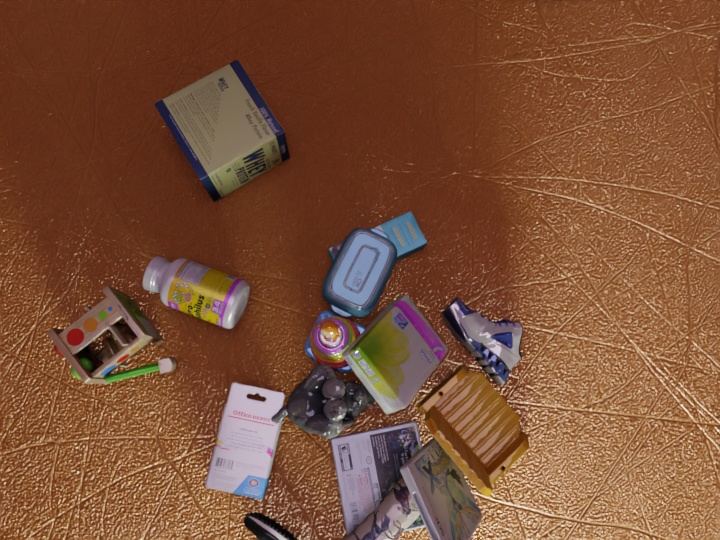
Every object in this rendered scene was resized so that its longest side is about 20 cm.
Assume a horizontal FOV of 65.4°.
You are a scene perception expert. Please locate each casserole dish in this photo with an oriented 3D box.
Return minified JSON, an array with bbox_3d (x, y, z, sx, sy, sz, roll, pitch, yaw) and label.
[{"bbox_3d":[0.000,0.000,1.158,0.121,0.039,0.201,26,79,2],"label":"casserole dish"}]

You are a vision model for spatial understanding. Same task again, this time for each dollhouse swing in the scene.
[{"bbox_3d":[0.229,0.300,1.081,0.181,0.176,0.200,-39,81,-11],"label":"dollhouse swing"}]

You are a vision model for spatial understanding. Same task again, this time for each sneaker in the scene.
[{"bbox_3d":[0.270,0.128,1.178,0.115,0.081,0.200,-38,89,-13],"label":"sneaker"},{"bbox_3d":[-0.153,0.547,1.065,0.200,0.070,0.090,34,75,3],"label":"sneaker"}]

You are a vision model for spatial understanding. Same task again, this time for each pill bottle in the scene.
[{"bbox_3d":[-0.336,0.039,1.150,0.199,0.104,0.105,20,77,2],"label":"pill bottle"}]

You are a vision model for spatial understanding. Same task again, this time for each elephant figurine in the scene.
[{"bbox_3d":[-0.043,0.262,1.114,0.155,0.200,0.142,25,93,26],"label":"elephant figurine"}]

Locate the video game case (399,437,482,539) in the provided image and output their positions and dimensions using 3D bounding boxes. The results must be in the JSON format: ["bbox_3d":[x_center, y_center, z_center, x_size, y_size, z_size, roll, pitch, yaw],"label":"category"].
[{"bbox_3d":[0.157,0.420,1.052,0.022,0.200,0.183,-30,79,24],"label":"video game case"}]

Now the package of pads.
[{"bbox_3d":[0.073,0.164,1.105,0.155,0.068,0.200,53,47,-4],"label":"package of pads"}]

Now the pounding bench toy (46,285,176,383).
[{"bbox_3d":[-0.482,0.164,1.106,0.156,0.124,0.200,-40,82,-10],"label":"pounding bench toy"}]

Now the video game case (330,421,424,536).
[{"bbox_3d":[0.045,0.421,1.127,0.181,0.023,0.201,-10,78,-4],"label":"video game case"}]

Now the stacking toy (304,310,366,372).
[{"bbox_3d":[-0.053,0.129,1.093,0.116,0.200,0.110,24,77,7],"label":"stacking toy"}]

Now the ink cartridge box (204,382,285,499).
[{"bbox_3d":[-0.221,0.332,1.110,0.114,0.068,0.201,12,78,0],"label":"ink cartridge box"}]

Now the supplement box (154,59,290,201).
[{"bbox_3d":[-0.291,-0.298,1.210,0.199,0.134,0.201,-32,81,-8],"label":"supplement box"}]

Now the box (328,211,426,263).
[{"bbox_3d":[0.036,-0.048,1.214,0.199,0.049,0.083,-25,80,-8],"label":"box"}]

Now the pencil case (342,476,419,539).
[{"bbox_3d":[0.051,0.472,1.060,0.078,0.089,0.200,41,81,16],"label":"pencil case"}]
